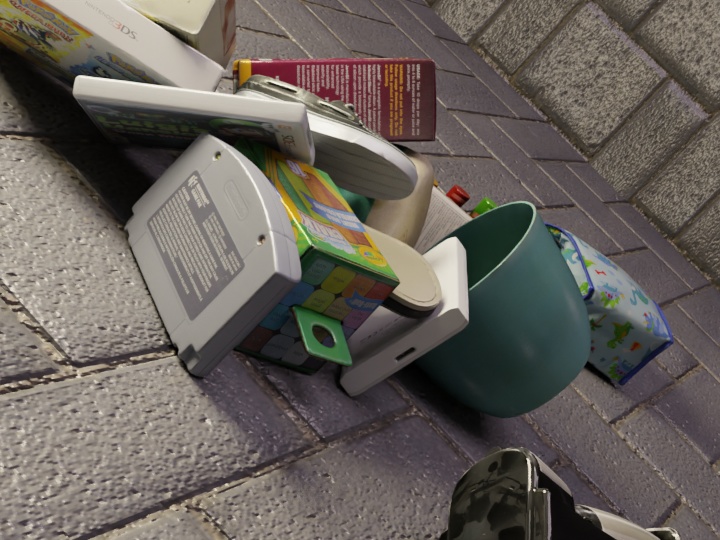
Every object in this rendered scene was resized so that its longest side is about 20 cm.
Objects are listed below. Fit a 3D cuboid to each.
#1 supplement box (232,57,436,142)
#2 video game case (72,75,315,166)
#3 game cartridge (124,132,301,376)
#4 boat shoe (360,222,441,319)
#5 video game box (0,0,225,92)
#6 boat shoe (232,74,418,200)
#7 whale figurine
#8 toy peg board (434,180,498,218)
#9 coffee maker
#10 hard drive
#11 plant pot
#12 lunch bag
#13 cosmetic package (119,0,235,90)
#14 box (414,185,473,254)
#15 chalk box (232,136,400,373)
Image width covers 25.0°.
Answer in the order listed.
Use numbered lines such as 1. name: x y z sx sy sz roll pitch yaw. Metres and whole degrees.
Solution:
1. supplement box: -0.029 -0.176 1.672 0.200 0.086 0.110 -2 8 -7
2. video game case: -0.144 -0.131 1.463 0.200 0.023 0.182 8 -8 2
3. game cartridge: -0.121 -0.022 1.340 0.041 0.133 0.200 27 23 -41
4. boat shoe: 0.000 0.000 1.525 0.073 0.063 0.200 -16 40 -40
5. video game box: -0.243 -0.205 1.487 0.200 0.047 0.182 31 -18 -19
6. boat shoe: -0.031 -0.138 1.574 0.200 0.072 0.071 26 51 -4
7. whale figurine: -0.002 -0.049 1.662 0.104 0.159 0.200 24 50 13
8. toy peg board: 0.094 -0.058 1.991 0.199 0.098 0.200 36 17 -21
9. coffee maker: 0.174 0.260 1.317 0.200 0.135 0.192 31 21 -33
10. hard drive: 0.044 0.041 1.564 0.027 0.132 0.200 53 14 -15
11. plant pot: 0.142 0.054 1.672 0.161 0.201 0.201 53 14 -15
12. lunch bag: 0.311 0.032 2.215 0.170 0.127 0.200 33 29 -30
13. cosmetic package: -0.177 -0.236 1.526 0.103 0.087 0.200 24 -16 1
14. box: 0.049 -0.053 1.842 0.200 0.095 0.078 41 -23 -11
15. chalk box: -0.062 0.001 1.434 0.124 0.124 0.200 22 26 -49
